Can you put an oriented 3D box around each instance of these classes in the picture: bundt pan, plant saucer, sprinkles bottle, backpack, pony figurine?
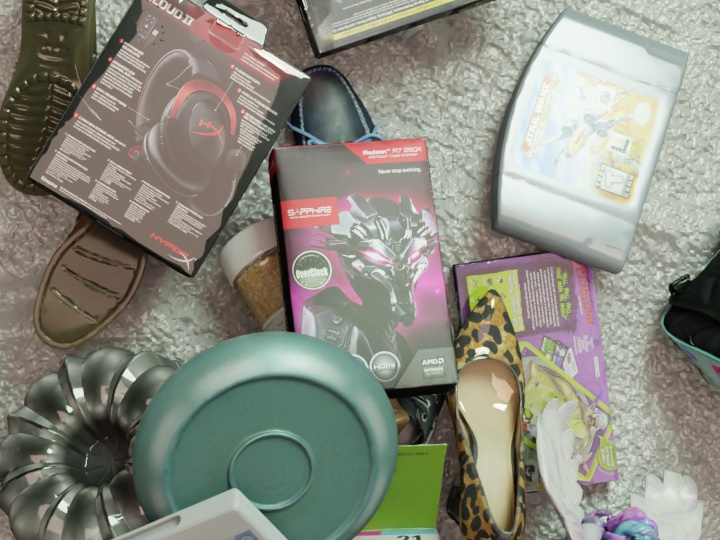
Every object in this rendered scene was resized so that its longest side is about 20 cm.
[{"bbox_3d":[-0.199,0.148,1.154,0.200,0.076,0.203,-6,64,13],"label":"bundt pan"},{"bbox_3d":[-0.067,0.142,1.080,0.198,0.027,0.202,-4,111,-11],"label":"plant saucer"},{"bbox_3d":[-0.039,0.054,1.186,0.068,0.068,0.201,-32,73,-3],"label":"sprinkles bottle"},{"bbox_3d":[0.366,0.043,1.184,0.176,0.200,0.153,-47,110,-4],"label":"backpack"},{"bbox_3d":[0.186,0.227,1.181,0.166,0.194,0.200,25,125,-13],"label":"pony figurine"}]

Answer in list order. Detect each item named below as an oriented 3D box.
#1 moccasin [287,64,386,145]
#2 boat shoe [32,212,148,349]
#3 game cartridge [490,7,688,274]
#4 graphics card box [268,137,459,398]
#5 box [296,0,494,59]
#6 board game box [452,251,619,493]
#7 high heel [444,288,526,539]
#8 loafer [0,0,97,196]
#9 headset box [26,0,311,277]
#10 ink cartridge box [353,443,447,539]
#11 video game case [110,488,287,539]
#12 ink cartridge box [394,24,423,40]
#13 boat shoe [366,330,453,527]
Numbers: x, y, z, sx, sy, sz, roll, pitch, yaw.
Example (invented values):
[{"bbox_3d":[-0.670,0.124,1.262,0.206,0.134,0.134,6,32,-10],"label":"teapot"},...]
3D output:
[{"bbox_3d":[-0.003,-0.076,1.216,0.080,0.068,0.201,-21,91,-4],"label":"moccasin"},{"bbox_3d":[-0.200,-0.026,1.203,0.072,0.068,0.201,31,86,-9],"label":"boat shoe"},{"bbox_3d":[0.185,-0.112,1.234,0.132,0.042,0.201,20,81,-8],"label":"game cartridge"},{"bbox_3d":[0.000,0.000,1.137,0.124,0.051,0.202,-4,77,-11],"label":"graphics card box"},{"bbox_3d":[0.034,-0.272,1.143,0.199,0.049,0.162,-20,92,-5],"label":"box"},{"bbox_3d":[0.148,0.086,1.253,0.119,0.032,0.202,-7,92,0],"label":"board game box"},{"bbox_3d":[0.109,0.119,1.164,0.071,0.143,0.202,6,92,-10],"label":"high heel"},{"bbox_3d":[-0.246,-0.160,1.199,0.075,0.067,0.202,14,105,-1],"label":"loafer"},{"bbox_3d":[-0.142,-0.117,1.138,0.148,0.075,0.201,31,85,-8],"label":"headset box"},{"bbox_3d":[-0.005,0.234,1.167,0.146,0.076,0.201,-1,130,-5],"label":"ink cartridge box"},{"bbox_3d":[-0.117,0.254,1.105,0.181,0.022,0.200,-24,130,17],"label":"video game case"},{"bbox_3d":[-0.014,-0.299,1.204,0.199,0.085,0.146,27,89,-7],"label":"ink cartridge box"},{"bbox_3d":[0.028,0.124,1.224,0.074,0.066,0.200,28,89,-4],"label":"boat shoe"}]
